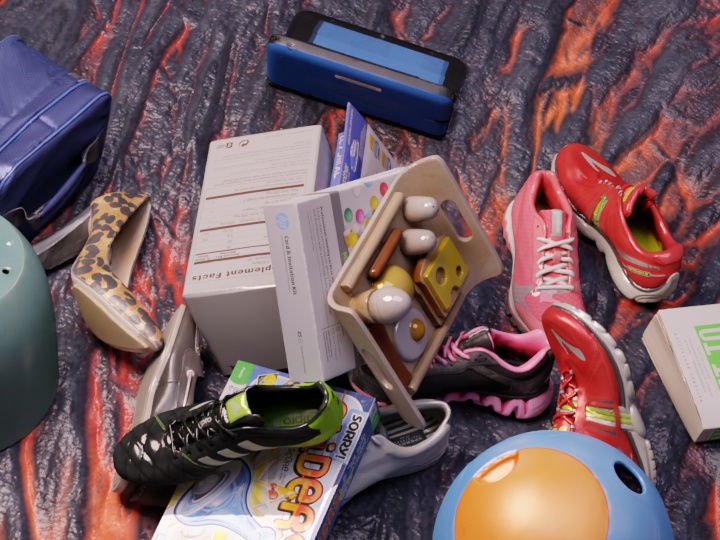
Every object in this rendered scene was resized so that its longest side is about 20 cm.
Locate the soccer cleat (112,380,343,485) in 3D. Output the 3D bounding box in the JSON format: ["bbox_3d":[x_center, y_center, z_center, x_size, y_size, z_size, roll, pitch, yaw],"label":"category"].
[{"bbox_3d":[-0.113,0.128,1.606,0.199,0.081,0.068,-14,64,0],"label":"soccer cleat"}]

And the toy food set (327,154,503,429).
[{"bbox_3d":[0.057,0.017,1.689,0.060,0.144,0.200,-4,41,38],"label":"toy food set"}]

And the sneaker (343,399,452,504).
[{"bbox_3d":[-0.007,0.158,1.703,0.199,0.071,0.073,-21,58,-28],"label":"sneaker"}]

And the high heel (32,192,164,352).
[{"bbox_3d":[-0.206,-0.004,1.779,0.142,0.072,0.200,-33,49,-28],"label":"high heel"}]

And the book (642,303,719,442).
[{"bbox_3d":[0.392,0.095,1.877,0.199,0.048,0.134,-6,56,-21],"label":"book"}]

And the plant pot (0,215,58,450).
[{"bbox_3d":[-0.355,0.037,1.663,0.200,0.161,0.201,7,49,-8],"label":"plant pot"}]

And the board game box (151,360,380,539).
[{"bbox_3d":[-0.081,0.182,1.640,0.135,0.035,0.201,14,59,18],"label":"board game box"}]

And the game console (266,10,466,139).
[{"bbox_3d":[0.012,-0.226,2.012,0.199,0.171,0.119,17,75,2],"label":"game console"}]

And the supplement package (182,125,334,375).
[{"bbox_3d":[-0.081,-0.019,1.783,0.117,0.117,0.201,-7,47,15],"label":"supplement package"}]

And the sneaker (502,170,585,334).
[{"bbox_3d":[0.180,-0.015,1.886,0.073,0.087,0.201,1,50,-12],"label":"sneaker"}]

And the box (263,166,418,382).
[{"bbox_3d":[0.000,0.000,1.701,0.041,0.157,0.200,-2,10,35],"label":"box"}]

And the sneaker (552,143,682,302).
[{"bbox_3d":[0.267,-0.063,1.940,0.077,0.085,0.200,-16,56,-26],"label":"sneaker"}]

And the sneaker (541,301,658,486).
[{"bbox_3d":[0.202,0.127,1.733,0.085,0.077,0.201,-23,93,-22],"label":"sneaker"}]

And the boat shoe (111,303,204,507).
[{"bbox_3d":[-0.168,0.123,1.705,0.057,0.067,0.201,25,52,-13],"label":"boat shoe"}]

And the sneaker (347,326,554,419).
[{"bbox_3d":[0.089,0.082,1.777,0.199,0.096,0.079,1,52,-11],"label":"sneaker"}]

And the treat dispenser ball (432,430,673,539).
[{"bbox_3d":[0.159,0.233,1.594,0.200,0.201,0.201,7,49,-8],"label":"treat dispenser ball"}]

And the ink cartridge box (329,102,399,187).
[{"bbox_3d":[0.019,-0.050,1.819,0.042,0.200,0.120,-15,44,23],"label":"ink cartridge box"}]

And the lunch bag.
[{"bbox_3d":[-0.328,-0.107,1.808,0.132,0.136,0.200,29,51,13],"label":"lunch bag"}]
